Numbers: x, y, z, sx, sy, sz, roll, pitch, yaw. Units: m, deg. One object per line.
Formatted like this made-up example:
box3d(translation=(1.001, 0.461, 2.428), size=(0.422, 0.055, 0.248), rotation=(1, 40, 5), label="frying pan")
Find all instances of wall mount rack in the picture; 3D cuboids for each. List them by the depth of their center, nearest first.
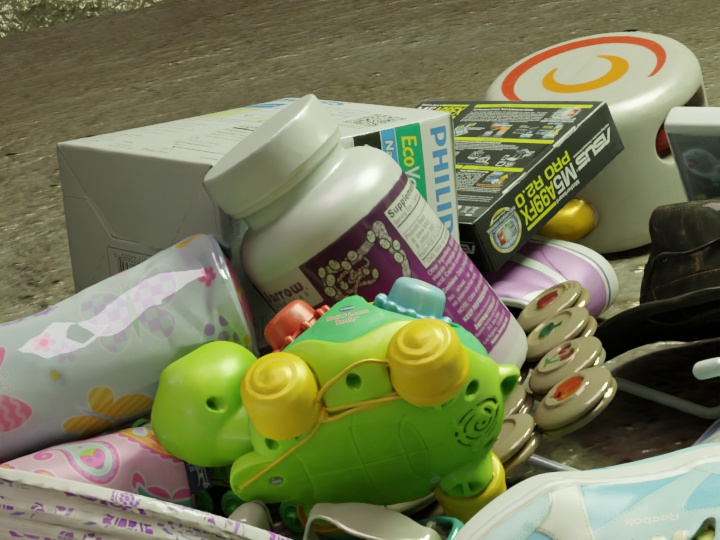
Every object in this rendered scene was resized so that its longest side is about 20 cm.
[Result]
box3d(translation=(0.180, 0.080, 0.972), size=(0.173, 0.075, 0.200), rotation=(-30, 0, 40), label="wall mount rack")

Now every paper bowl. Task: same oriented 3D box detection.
box3d(translation=(-0.115, 0.156, 0.736), size=(0.199, 0.105, 0.201), rotation=(11, -16, 3), label="paper bowl")

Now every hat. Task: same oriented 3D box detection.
box3d(translation=(0.219, -0.006, 1.055), size=(0.199, 0.081, 0.201), rotation=(-15, -12, -3), label="hat")

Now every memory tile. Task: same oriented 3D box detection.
box3d(translation=(0.079, 0.075, 1.005), size=(0.153, 0.017, 0.200), rotation=(-35, 14, 12), label="memory tile")

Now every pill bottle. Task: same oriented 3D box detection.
box3d(translation=(0.000, 0.000, 0.986), size=(0.112, 0.200, 0.112), rotation=(-37, 12, 9), label="pill bottle")

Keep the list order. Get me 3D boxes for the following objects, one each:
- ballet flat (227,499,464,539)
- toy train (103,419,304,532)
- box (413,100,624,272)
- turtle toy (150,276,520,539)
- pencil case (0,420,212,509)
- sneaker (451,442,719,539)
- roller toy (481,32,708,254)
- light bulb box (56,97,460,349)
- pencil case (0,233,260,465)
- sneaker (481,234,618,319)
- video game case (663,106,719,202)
box3d(translation=(-0.031, 0.149, 0.855), size=(0.199, 0.071, 0.067), rotation=(-4, 19, 14), label="ballet flat")
box3d(translation=(-0.075, 0.118, 0.991), size=(0.199, 0.057, 0.042), rotation=(3, 22, 30), label="toy train")
box3d(translation=(0.072, -0.068, 1.252), size=(0.199, 0.044, 0.160), rotation=(7, 40, 49), label="box")
box3d(translation=(-0.015, 0.069, 0.880), size=(0.199, 0.146, 0.101), rotation=(-12, 46, 7), label="turtle toy")
box3d(translation=(-0.183, 0.146, 0.919), size=(0.199, 0.088, 0.087), rotation=(-16, 20, -23), label="pencil case")
box3d(translation=(0.141, 0.143, 0.786), size=(0.199, 0.080, 0.130), rotation=(-17, 19, -20), label="sneaker")
box3d(translation=(0.199, -0.100, 1.381), size=(0.181, 0.140, 0.200), rotation=(-15, 26, 2), label="roller toy")
box3d(translation=(-0.068, -0.038, 1.141), size=(0.199, 0.126, 0.198), rotation=(-15, 17, -37), label="light bulb box")
box3d(translation=(-0.157, 0.050, 0.965), size=(0.199, 0.083, 0.091), rotation=(-21, 54, -5), label="pencil case")
box3d(translation=(0.074, 0.011, 1.222), size=(0.200, 0.073, 0.114), rotation=(8, 28, 40), label="sneaker")
box3d(translation=(0.308, -0.028, 1.068), size=(0.199, 0.182, 0.023), rotation=(5, 47, 34), label="video game case")
